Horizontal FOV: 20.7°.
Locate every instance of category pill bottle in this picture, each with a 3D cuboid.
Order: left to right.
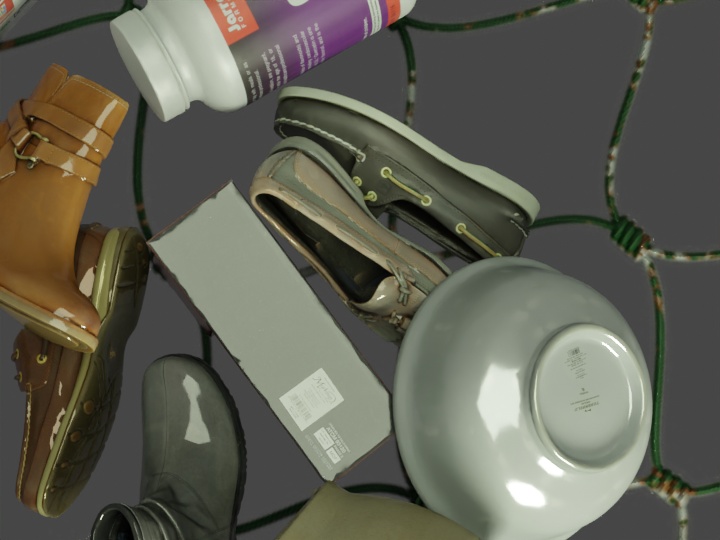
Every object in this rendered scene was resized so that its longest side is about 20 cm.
[{"bbox_3d":[-0.067,-0.184,1.346,0.199,0.112,0.113,-31,86,-11],"label":"pill bottle"}]

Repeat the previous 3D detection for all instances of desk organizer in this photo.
[{"bbox_3d":[-0.058,0.046,1.330,0.071,0.077,0.201,-36,88,-10],"label":"desk organizer"}]

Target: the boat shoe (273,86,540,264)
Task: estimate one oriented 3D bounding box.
[{"bbox_3d":[0.026,-0.061,1.359,0.200,0.072,0.061,26,75,-5],"label":"boat shoe"}]

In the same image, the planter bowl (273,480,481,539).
[{"bbox_3d":[-0.012,0.221,1.250,0.135,0.200,0.201,41,79,2],"label":"planter bowl"}]

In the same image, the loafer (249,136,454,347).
[{"bbox_3d":[0.000,0.000,1.334,0.200,0.072,0.063,46,39,-7],"label":"loafer"}]

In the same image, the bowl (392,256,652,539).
[{"bbox_3d":[0.126,0.087,1.304,0.199,0.090,0.203,4,82,-33],"label":"bowl"}]

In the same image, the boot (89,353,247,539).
[{"bbox_3d":[-0.128,0.151,1.272,0.069,0.131,0.202,-14,81,23],"label":"boot"}]

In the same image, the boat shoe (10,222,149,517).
[{"bbox_3d":[-0.198,0.064,1.319,0.067,0.072,0.202,10,76,14],"label":"boat shoe"}]

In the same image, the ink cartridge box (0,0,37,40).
[{"bbox_3d":[-0.222,-0.256,1.305,0.084,0.176,0.200,41,79,1],"label":"ink cartridge box"}]

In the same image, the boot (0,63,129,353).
[{"bbox_3d":[-0.196,-0.045,1.290,0.156,0.200,0.077,-50,133,-6],"label":"boot"}]
